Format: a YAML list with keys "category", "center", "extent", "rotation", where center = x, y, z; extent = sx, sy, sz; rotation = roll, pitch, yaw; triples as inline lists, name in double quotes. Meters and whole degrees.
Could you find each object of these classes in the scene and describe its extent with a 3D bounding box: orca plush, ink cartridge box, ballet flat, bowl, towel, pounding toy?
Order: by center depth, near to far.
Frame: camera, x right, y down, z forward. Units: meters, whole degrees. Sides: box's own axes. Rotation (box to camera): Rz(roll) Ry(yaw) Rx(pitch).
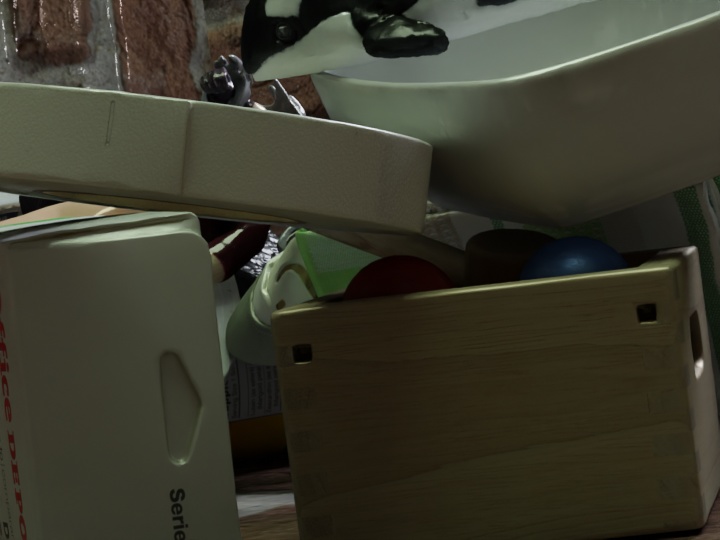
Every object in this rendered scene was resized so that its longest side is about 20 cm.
- category: "pounding toy"
  center: [0.048, 0.032, 1.213]
  extent: [0.183, 0.143, 0.200]
  rotation: [-7, 2, 10]
- category: "ink cartridge box"
  center: [-0.124, 0.052, 1.217]
  extent: [0.084, 0.147, 0.200]
  rotation: [-8, 2, -21]
- category: "orca plush"
  center: [0.040, -0.134, 1.224]
  extent: [0.199, 0.071, 0.105]
  rotation: [-8, 15, 27]
- category: "bowl"
  center: [0.098, -0.075, 1.233]
  extent: [0.199, 0.075, 0.200]
  rotation: [-19, 13, -23]
- category: "towel"
  center: [0.079, 0.028, 1.319]
  extent: [0.199, 0.150, 0.031]
  rotation: [-8, 21, 23]
- category: "ballet flat"
  center: [0.000, 0.000, 1.408]
  extent: [0.199, 0.068, 0.064]
  rotation: [-9, -39, 39]

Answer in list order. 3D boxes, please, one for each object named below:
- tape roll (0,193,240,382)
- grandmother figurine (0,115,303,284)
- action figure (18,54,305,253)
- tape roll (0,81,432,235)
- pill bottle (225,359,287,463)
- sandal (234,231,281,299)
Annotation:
- category: "tape roll"
  center: [-0.162, 0.026, 1.489]
  extent: [0.200, 0.201, 0.066]
  rotation: [-9, -38, -33]
- category: "grandmother figurine"
  center: [-0.088, -0.024, 1.379]
  extent: [0.199, 0.122, 0.061]
  rotation: [-16, -38, -10]
- category: "action figure"
  center: [-0.069, -0.045, 1.506]
  extent: [0.199, 0.130, 0.069]
  rotation: [-12, -38, -36]
- category: "tape roll"
  center: [-0.072, -0.042, 1.146]
  extent: [0.202, 0.037, 0.203]
  rotation: [7, -1, 0]
- category: "pill bottle"
  center: [-0.077, 0.051, 1.628]
  extent: [0.199, 0.112, 0.111]
  rotation: [-9, 2, -24]
- category: "sandal"
  center: [-0.018, 0.034, 1.568]
  extent: [0.200, 0.045, 0.075]
  rotation: [34, 28, 11]
